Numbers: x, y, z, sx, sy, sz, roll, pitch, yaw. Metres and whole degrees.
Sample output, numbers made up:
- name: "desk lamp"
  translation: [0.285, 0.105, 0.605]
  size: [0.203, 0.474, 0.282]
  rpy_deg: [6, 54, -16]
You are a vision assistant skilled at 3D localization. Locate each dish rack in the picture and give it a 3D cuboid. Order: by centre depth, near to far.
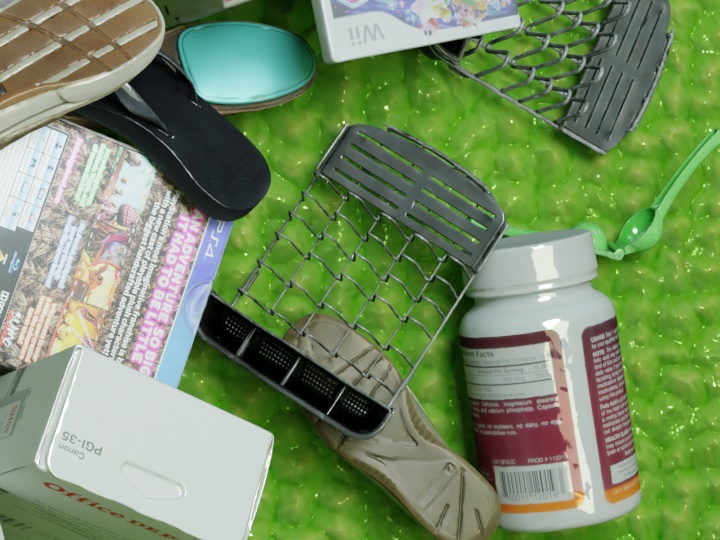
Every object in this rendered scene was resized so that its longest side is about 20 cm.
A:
- name: "dish rack"
  translation: [0.000, 0.000, 1.436]
  size: [0.153, 0.055, 0.200]
  rpy_deg: [32, 84, 11]
- name: "dish rack"
  translation: [0.144, -0.183, 1.535]
  size: [0.200, 0.055, 0.154]
  rpy_deg: [29, 79, -22]

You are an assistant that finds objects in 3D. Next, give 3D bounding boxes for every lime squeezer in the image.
- name: "lime squeezer"
  translation: [0.182, -0.038, 1.557]
  size: [0.199, 0.038, 0.071]
  rpy_deg: [-19, 126, -6]

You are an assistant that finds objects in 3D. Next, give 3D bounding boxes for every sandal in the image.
- name: "sandal"
  translation: [-0.135, -0.114, 1.333]
  size: [0.200, 0.043, 0.076]
  rpy_deg: [37, 52, -9]

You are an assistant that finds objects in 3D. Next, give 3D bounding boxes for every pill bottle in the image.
- name: "pill bottle"
  translation: [0.131, 0.077, 1.501]
  size: [0.114, 0.114, 0.201]
  rpy_deg: [-11, 96, -24]

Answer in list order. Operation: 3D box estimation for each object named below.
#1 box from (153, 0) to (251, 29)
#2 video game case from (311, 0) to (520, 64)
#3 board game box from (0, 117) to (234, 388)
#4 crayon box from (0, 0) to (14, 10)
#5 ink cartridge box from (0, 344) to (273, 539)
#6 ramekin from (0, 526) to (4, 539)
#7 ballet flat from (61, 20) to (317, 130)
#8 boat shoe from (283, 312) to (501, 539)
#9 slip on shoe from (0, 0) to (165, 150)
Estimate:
- name: "box"
  translation: [-0.045, -0.248, 1.418]
  size: [0.200, 0.128, 0.109]
  rpy_deg: [-23, 98, -24]
- name: "video game case"
  translation: [0.023, -0.245, 1.370]
  size: [0.143, 0.018, 0.201]
  rpy_deg: [-14, 96, -25]
- name: "board game box"
  translation: [-0.202, -0.009, 1.361]
  size: [0.200, 0.097, 0.160]
  rpy_deg: [23, 80, -23]
- name: "crayon box"
  translation: [-0.294, -0.220, 1.342]
  size: [0.172, 0.058, 0.201]
  rpy_deg: [-17, 97, -24]
- name: "ink cartridge box"
  translation: [-0.165, 0.125, 1.311]
  size: [0.146, 0.200, 0.083]
  rpy_deg: [27, 66, -24]
- name: "ramekin"
  translation: [-0.289, 0.183, 1.273]
  size: [0.094, 0.202, 0.203]
  rpy_deg: [-9, 93, -37]
- name: "ballet flat"
  translation: [-0.129, -0.123, 1.409]
  size: [0.199, 0.072, 0.068]
  rpy_deg: [-13, 79, -24]
- name: "boat shoe"
  translation: [0.018, 0.115, 1.483]
  size: [0.201, 0.063, 0.073]
  rpy_deg: [44, 81, -1]
- name: "slip on shoe"
  translation: [-0.211, -0.109, 1.271]
  size: [0.200, 0.061, 0.076]
  rpy_deg: [-32, 76, -21]
